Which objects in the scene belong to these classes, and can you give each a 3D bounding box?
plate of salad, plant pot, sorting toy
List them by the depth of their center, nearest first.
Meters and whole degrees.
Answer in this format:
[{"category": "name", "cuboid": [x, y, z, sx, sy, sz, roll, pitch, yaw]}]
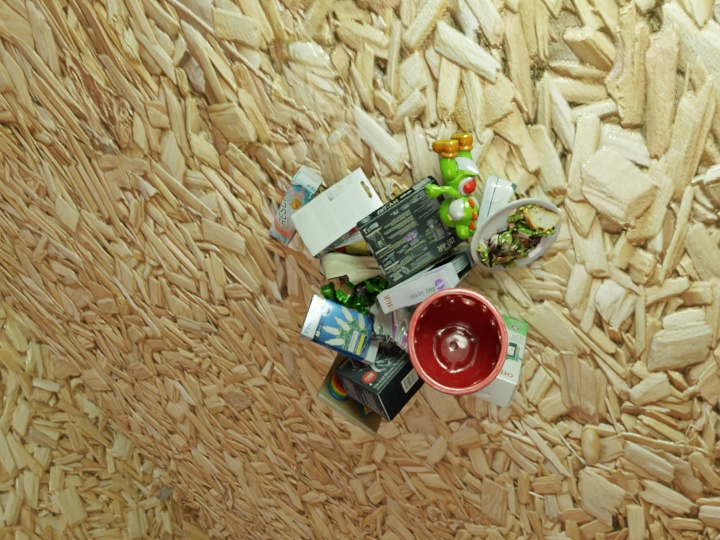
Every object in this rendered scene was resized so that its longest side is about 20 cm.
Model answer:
[{"category": "plate of salad", "cuboid": [0.323, -0.062, 1.088, 0.193, 0.049, 0.204, -8, 138, -7]}, {"category": "plant pot", "cuboid": [0.197, 0.154, 1.089, 0.194, 0.206, 0.183, 17, 169, 13]}, {"category": "sorting toy", "cuboid": [-0.001, 0.331, 1.521, 0.197, 0.200, 0.070, 34, 126, -2]}]

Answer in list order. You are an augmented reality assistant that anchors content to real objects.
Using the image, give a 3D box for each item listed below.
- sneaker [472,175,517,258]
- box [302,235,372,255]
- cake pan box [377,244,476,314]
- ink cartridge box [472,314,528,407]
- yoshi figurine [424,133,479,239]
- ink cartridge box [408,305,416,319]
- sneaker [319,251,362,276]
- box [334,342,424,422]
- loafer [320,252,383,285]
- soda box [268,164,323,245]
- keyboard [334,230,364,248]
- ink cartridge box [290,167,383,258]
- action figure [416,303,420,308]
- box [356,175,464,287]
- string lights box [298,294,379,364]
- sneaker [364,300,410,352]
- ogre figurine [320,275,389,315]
[{"category": "sneaker", "cuboid": [0.282, -0.097, 1.116, 0.069, 0.074, 0.205, 17, 132, 17]}, {"category": "box", "cuboid": [-0.045, -0.085, 1.297, 0.193, 0.076, 0.051, 8, 130, 21]}, {"category": "cake pan box", "cuboid": [0.158, 0.019, 1.195, 0.197, 0.183, 0.053, -23, 98, 39]}, {"category": "ink cartridge box", "cuboid": [0.308, 0.199, 1.247, 0.142, 0.202, 0.086, 17, 132, 13]}, {"category": "yoshi figurine", "cuboid": [0.188, -0.167, 1.075, 0.108, 0.112, 0.207, -7, 109, 12]}, {"category": "ink cartridge box", "cuboid": [0.181, 0.136, 1.369, 0.106, 0.051, 0.204, -4, 123, 29]}, {"category": "sneaker", "cuboid": [-0.018, -0.030, 1.324, 0.193, 0.076, 0.080, -3, 109, 16]}, {"category": "box", "cuboid": [0.065, 0.259, 1.386, 0.179, 0.199, 0.106, 15, 138, 48]}, {"category": "loafer", "cuboid": [0.000, 0.000, 1.252, 0.193, 0.076, 0.071, 5, 87, 10]}, {"category": "soda box", "cuboid": [-0.161, -0.157, 1.302, 0.062, 0.069, 0.201, 31, 134, -4]}, {"category": "keyboard", "cuboid": [0.024, -0.104, 1.226, 0.194, 0.058, 0.011, -16, 161, 16]}, {"category": "ink cartridge box", "cuboid": [-0.052, -0.130, 1.211, 0.197, 0.050, 0.111, -34, 78, 3]}, {"category": "action figure", "cuboid": [0.190, 0.143, 1.302, 0.064, 0.098, 0.207, -8, 100, 32]}, {"category": "box", "cuboid": [0.111, -0.084, 1.161, 0.197, 0.044, 0.163, -32, 113, 2]}, {"category": "string lights box", "cuboid": [-0.047, 0.149, 1.319, 0.195, 0.106, 0.059, 23, 163, -10]}, {"category": "sneaker", "cuboid": [0.075, 0.166, 1.280, 0.204, 0.137, 0.078, 63, 170, 16]}, {"category": "ogre figurine", "cuboid": [0.003, 0.061, 1.360, 0.100, 0.195, 0.121, 60, 170, 26]}]
